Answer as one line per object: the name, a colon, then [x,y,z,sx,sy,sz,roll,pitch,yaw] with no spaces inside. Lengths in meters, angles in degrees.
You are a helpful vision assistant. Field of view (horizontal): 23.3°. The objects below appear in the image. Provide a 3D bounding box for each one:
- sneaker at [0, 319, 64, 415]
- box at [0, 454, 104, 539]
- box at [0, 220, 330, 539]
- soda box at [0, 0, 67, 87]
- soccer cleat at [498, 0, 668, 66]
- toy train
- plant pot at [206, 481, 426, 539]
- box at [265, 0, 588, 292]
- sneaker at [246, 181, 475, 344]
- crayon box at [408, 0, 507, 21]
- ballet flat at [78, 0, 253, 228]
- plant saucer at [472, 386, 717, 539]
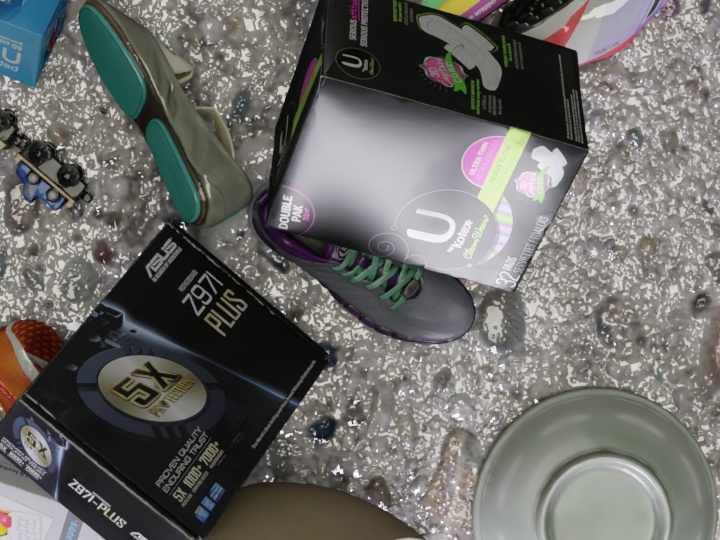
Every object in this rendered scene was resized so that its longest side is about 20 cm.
sneaker: [-0.225,0.129,1.350,0.077,0.073,0.201,-32,96,26]
box: [-0.270,0.212,1.324,0.199,0.041,0.157,20,120,-3]
box: [-0.144,0.093,1.283,0.164,0.086,0.200,40,52,-4]
soda box: [-0.322,-0.215,1.305,0.199,0.068,0.065,21,58,-5]
soccer cleat: [0.205,-0.212,1.352,0.199,0.068,0.073,-30,122,1]
toy train: [-0.290,-0.110,1.340,0.200,0.034,0.046,39,94,-4]
plant pot: [-0.057,0.238,1.313,0.201,0.200,0.134,-50,58,0]
box: [0.045,-0.097,1.276,0.198,0.125,0.149,15,130,-11]
sneaker: [0.000,0.000,1.336,0.199,0.088,0.075,29,91,-4]
crayon box: [0.056,-0.272,1.339,0.199,0.058,0.173,-35,93,-1]
ballet flat: [-0.146,-0.126,1.336,0.063,0.067,0.201,-25,81,-31]
plant saucer: [0.189,0.195,1.377,0.198,0.050,0.202,0,94,-4]
